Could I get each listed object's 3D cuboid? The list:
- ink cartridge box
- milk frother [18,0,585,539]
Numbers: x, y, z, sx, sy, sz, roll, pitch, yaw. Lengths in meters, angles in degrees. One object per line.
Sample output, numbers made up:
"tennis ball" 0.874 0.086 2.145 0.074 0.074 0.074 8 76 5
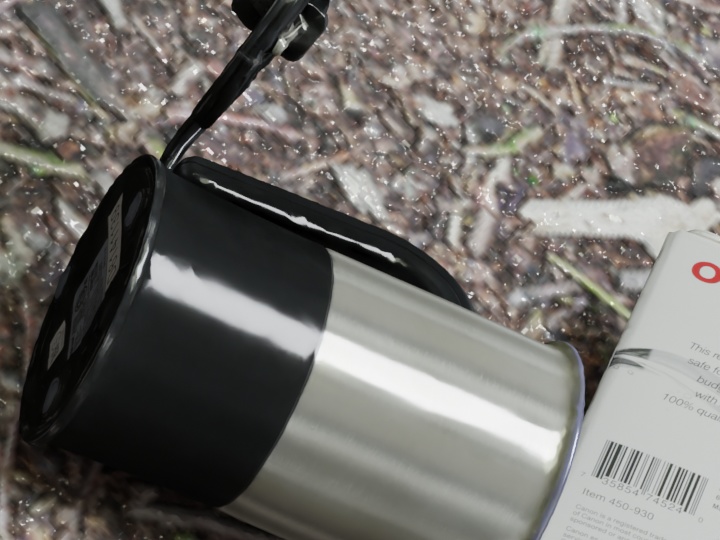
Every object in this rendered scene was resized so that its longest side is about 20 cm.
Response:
"ink cartridge box" 0.156 0.096 1.180 0.146 0.083 0.200 21 48 10
"milk frother" 0.000 0.000 1.098 0.188 0.200 0.181 24 47 -17
